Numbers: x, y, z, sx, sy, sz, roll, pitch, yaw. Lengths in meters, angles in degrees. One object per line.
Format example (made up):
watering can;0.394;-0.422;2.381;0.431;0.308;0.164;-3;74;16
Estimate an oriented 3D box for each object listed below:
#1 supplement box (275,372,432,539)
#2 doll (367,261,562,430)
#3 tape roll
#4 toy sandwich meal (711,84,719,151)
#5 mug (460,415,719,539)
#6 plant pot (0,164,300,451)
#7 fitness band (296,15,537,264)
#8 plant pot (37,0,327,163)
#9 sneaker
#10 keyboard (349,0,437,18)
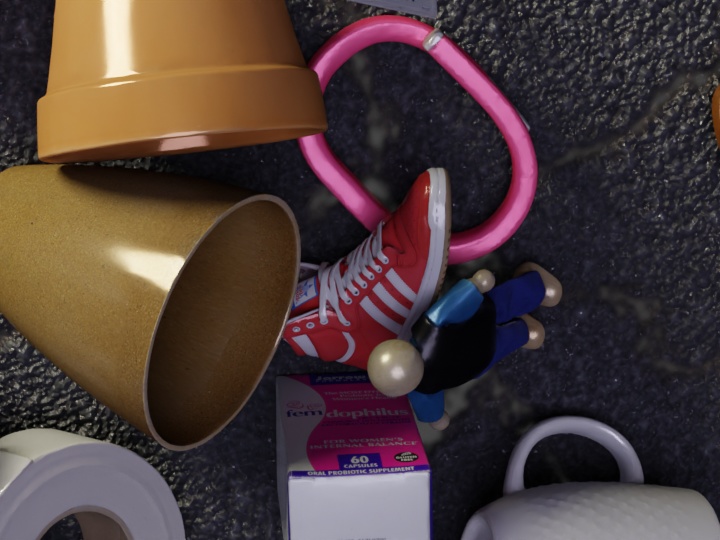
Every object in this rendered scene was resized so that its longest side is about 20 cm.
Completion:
supplement box;-0.008;0.155;1.387;0.101;0.200;0.104;-3;106;-5
doll;0.073;0.054;1.370;0.048;0.200;0.137;31;117;25
tape roll;-0.226;0.219;1.396;0.202;0.071;0.204;-7;100;-43
toy sandwich meal;0.359;-0.132;1.400;0.204;0.070;0.206;-2;107;-5
mug;0.168;0.209;1.452;0.175;0.148;0.201;6;69;-17
plant pot;-0.175;0.003;1.329;0.199;0.186;0.187;21;107;23
fitness band;0.042;-0.094;1.400;0.144;0.037;0.200;-43;105;8
plant pot;-0.128;-0.153;1.294;0.199;0.200;0.141;-6;92;-3
sneaker;0.000;0.000;1.380;0.112;0.071;0.201;10;133;-5
keyboard;-0.016;-0.215;1.301;0.199;0.011;0.057;4;75;-46
